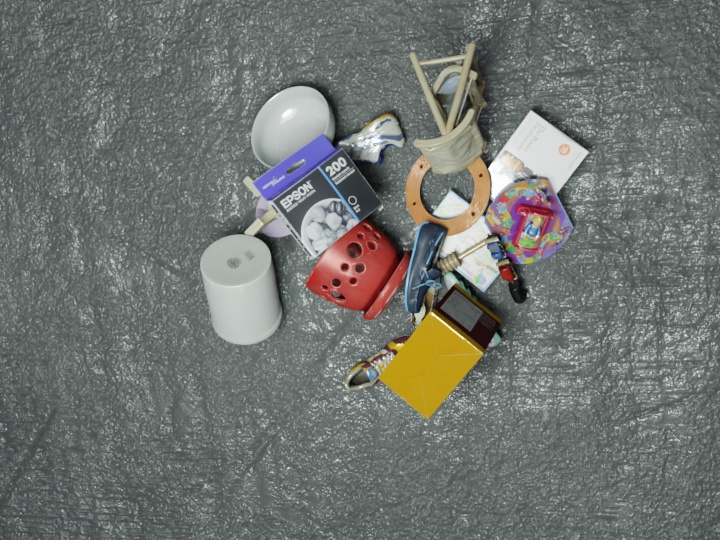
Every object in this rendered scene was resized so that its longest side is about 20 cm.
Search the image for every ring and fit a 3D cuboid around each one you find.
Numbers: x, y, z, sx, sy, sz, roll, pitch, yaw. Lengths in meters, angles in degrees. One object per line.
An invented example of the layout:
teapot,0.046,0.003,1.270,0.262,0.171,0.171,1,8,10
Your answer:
ring,0.190,-0.174,1.600,0.200,0.019,0.202,-1,88,29

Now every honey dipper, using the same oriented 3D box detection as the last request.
honey dipper,0.258,-0.053,1.598,0.199,0.038,0.038,-31,93,16

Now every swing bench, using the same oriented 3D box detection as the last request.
swing bench,0.185,-0.317,1.484,0.129,0.199,0.201,-4,81,16

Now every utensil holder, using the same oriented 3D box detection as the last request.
utensil holder,-0.271,0.043,1.674,0.169,0.170,0.201,11,140,11

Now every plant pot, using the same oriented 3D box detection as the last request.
plant pot,0.000,0.000,1.628,0.182,0.200,0.201,35,108,-1

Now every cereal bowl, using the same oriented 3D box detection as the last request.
cereal bowl,-0.140,-0.302,1.638,0.199,0.083,0.201,-8,69,22

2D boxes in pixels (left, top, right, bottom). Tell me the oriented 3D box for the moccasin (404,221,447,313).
moccasin,0.141,-0.002,1.579,0.068,0.080,0.201,12,100,17

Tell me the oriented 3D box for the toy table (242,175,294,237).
toy table,-0.178,-0.152,1.681,0.184,0.117,0.200,36,109,4

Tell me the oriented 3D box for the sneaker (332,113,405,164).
sneaker,0.005,-0.264,1.633,0.199,0.075,0.088,-28,94,19

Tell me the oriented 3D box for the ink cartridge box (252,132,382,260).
ink cartridge box,-0.085,-0.158,1.511,0.198,0.043,0.200,-40,95,-21

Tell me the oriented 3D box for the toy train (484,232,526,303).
toy train,0.313,-0.002,1.584,0.034,0.046,0.200,-14,127,27

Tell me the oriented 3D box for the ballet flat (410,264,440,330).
ballet flat,0.143,0.046,1.666,0.069,0.071,0.201,5,103,11

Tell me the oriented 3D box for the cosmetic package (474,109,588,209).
cosmetic package,0.362,-0.216,1.567,0.151,0.052,0.200,35,108,2

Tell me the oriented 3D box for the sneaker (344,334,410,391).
sneaker,0.051,0.224,1.717,0.200,0.090,0.075,-36,92,19

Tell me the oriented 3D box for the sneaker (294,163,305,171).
sneaker,-0.059,-0.166,1.611,0.070,0.199,0.082,-38,53,36

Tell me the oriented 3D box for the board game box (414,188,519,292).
board game box,0.239,-0.067,1.637,0.200,0.034,0.135,39,108,3

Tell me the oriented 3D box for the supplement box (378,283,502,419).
supplement box,0.171,0.165,1.546,0.133,0.200,0.198,39,116,8

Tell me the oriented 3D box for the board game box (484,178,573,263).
board game box,0.358,-0.091,1.546,0.158,0.039,0.200,-30,119,11

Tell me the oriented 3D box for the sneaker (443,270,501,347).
sneaker,0.211,0.111,1.660,0.140,0.078,0.200,-34,92,17
